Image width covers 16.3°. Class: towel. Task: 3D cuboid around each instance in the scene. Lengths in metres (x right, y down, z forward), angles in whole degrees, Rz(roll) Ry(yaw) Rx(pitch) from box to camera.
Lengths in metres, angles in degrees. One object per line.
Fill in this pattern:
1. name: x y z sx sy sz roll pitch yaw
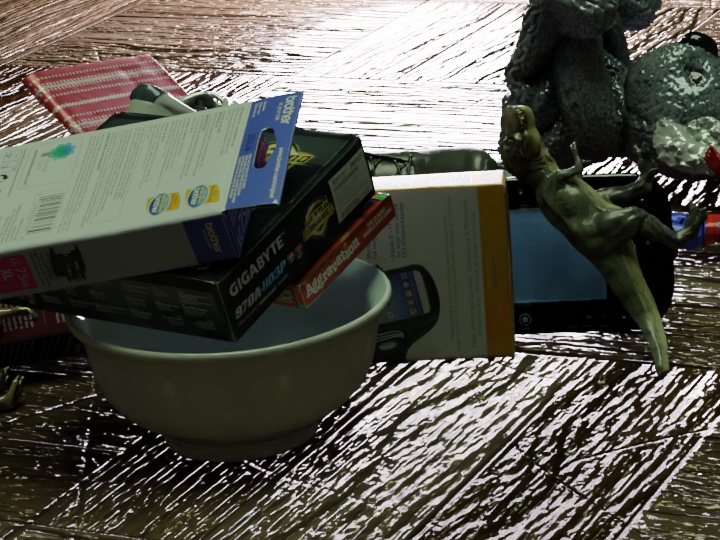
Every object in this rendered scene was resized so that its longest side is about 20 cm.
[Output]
1. towel: -0.150 -0.089 1.917 0.200 0.023 0.144 46 33 21

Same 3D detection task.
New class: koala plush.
1. koala plush: 0.225 -0.132 1.992 0.199 0.184 0.177 24 14 16

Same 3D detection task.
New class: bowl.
1. bowl: -0.076 0.058 1.537 0.200 0.091 0.201 -5 18 2

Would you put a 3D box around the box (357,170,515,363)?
1. box: 0.000 0.000 1.648 0.199 0.120 0.041 -2 18 7

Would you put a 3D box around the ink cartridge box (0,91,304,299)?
1. ink cartridge box: -0.129 -0.043 1.474 0.199 0.042 0.120 -12 34 15

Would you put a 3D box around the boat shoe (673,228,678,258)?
1. boat shoe: 0.128 -0.015 1.758 0.199 0.070 0.066 -9 -15 25

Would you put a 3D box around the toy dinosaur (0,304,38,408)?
1. toy dinosaur: -0.270 0.060 1.613 0.101 0.058 0.201 17 61 9

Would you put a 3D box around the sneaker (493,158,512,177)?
1. sneaker: 0.026 -0.040 1.868 0.199 0.060 0.104 -2 16 25

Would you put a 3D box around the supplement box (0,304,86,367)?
1. supplement box: -0.277 0.012 1.680 0.199 0.109 0.061 -9 -17 -15

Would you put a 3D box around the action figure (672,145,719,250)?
1. action figure: 0.231 -0.052 1.797 0.199 0.099 0.065 3 20 14

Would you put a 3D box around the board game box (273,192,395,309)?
1. board game box: -0.087 -0.024 1.570 0.199 0.020 0.103 8 40 35

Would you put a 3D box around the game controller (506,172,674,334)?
1. game controller: 0.109 -0.010 1.678 0.199 0.105 0.042 -2 -7 7

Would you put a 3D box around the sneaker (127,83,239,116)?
1. sneaker: -0.102 -0.092 1.828 0.073 0.071 0.200 14 2 29

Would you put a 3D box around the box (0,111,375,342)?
1. box: -0.114 -0.031 1.531 0.199 0.046 0.159 8 40 35

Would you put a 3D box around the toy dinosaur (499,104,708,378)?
1. toy dinosaur: 0.169 -0.032 1.625 0.088 0.200 0.047 -32 -14 -12

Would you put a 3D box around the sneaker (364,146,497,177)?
1. sneaker: 0.003 -0.050 1.751 0.199 0.091 0.076 -16 50 34
